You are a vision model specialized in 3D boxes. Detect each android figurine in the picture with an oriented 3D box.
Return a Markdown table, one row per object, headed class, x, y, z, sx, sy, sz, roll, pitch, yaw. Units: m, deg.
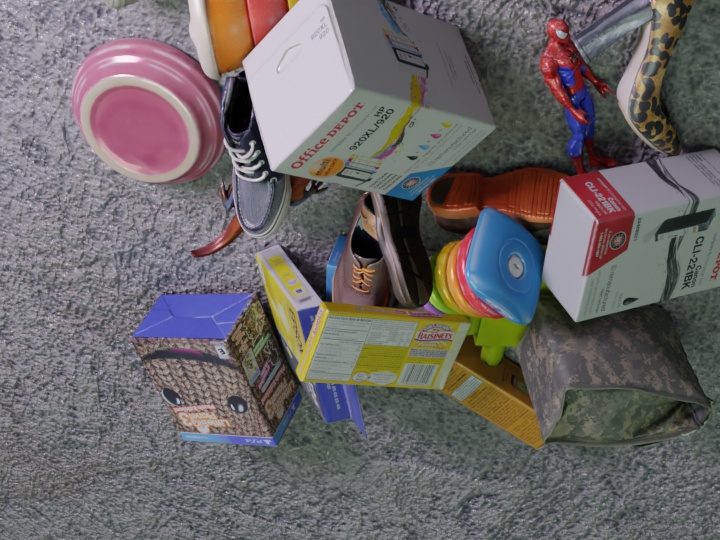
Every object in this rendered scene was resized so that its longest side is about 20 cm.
| class | x | y | z | sx | sy | sz | roll | pitch | yaw |
| --- | --- | --- | --- | --- | --- | --- | --- | --- | --- |
| android figurine | 0.211 | 0.044 | 1.459 | 0.182 | 0.041 | 0.200 | 4 | 133 | -8 |

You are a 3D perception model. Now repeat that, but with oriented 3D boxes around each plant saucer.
| class | x | y | z | sx | sy | sz | roll | pitch | yaw |
| --- | --- | --- | --- | --- | --- | --- | --- | --- | --- |
| plant saucer | -0.259 | -0.182 | 1.420 | 0.200 | 0.051 | 0.201 | 7 | 130 | 9 |

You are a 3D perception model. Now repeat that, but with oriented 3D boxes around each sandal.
| class | x | y | z | sx | sy | sz | roll | pitch | yaw |
| --- | --- | --- | --- | --- | --- | --- | --- | --- | --- |
| sandal | 0.034 | -0.052 | 1.327 | 0.055 | 0.082 | 0.200 | -19 | 79 | 38 |

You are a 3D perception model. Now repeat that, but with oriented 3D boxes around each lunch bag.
| class | x | y | z | sx | sy | sz | roll | pitch | yaw |
| --- | --- | --- | --- | --- | --- | --- | --- | --- | --- |
| lunch bag | 0.305 | 0.123 | 1.402 | 0.200 | 0.164 | 0.118 | 4 | 129 | -12 |

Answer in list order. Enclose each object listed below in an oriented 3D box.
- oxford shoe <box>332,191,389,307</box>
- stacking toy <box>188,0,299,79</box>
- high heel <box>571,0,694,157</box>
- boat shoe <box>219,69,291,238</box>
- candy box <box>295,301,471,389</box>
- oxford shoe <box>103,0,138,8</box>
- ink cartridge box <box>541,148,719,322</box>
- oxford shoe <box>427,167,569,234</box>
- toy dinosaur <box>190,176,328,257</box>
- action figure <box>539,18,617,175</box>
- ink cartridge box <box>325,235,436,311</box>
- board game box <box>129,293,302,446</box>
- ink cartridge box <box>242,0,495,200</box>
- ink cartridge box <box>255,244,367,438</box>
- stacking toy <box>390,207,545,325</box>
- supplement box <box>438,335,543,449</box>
| class | x | y | z | sx | sy | sz | roll | pitch | yaw |
| --- | --- | --- | --- | --- | --- | --- | --- | --- | --- |
| oxford shoe | 0.000 | 0.000 | 1.406 | 0.071 | 0.073 | 0.200 | 10 | 102 | 7 |
| stacking toy | -0.083 | -0.288 | 1.256 | 0.200 | 0.146 | 0.146 | -8 | 129 | -2 |
| high heel | 0.329 | -0.212 | 1.224 | 0.143 | 0.071 | 0.200 | -34 | 124 | 17 |
| boat shoe | -0.124 | -0.129 | 1.303 | 0.075 | 0.093 | 0.200 | 10 | 104 | 23 |
| candy box | 0.029 | 0.092 | 1.405 | 0.200 | 0.026 | 0.102 | 7 | 116 | -29 |
| oxford shoe | -0.251 | -0.380 | 1.254 | 0.058 | 0.075 | 0.200 | -14 | 127 | -26 |
| ink cartridge box | 0.314 | -0.040 | 1.288 | 0.200 | 0.084 | 0.144 | -13 | 133 | -18 |
| oxford shoe | 0.182 | -0.072 | 1.373 | 0.200 | 0.071 | 0.073 | 5 | 147 | 20 |
| toy dinosaur | -0.086 | -0.086 | 1.392 | 0.105 | 0.200 | 0.181 | 31 | 164 | -30 |
| action figure | 0.236 | -0.184 | 1.269 | 0.052 | 0.065 | 0.200 | 6 | 135 | 41 |
| ink cartridge box | 0.059 | 0.034 | 1.495 | 0.200 | 0.067 | 0.116 | 10 | 129 | 8 |
| board game box | -0.196 | 0.137 | 1.622 | 0.159 | 0.097 | 0.200 | -1 | 128 | 27 |
| ink cartridge box | 0.007 | -0.182 | 1.224 | 0.200 | 0.145 | 0.147 | 9 | 144 | -40 |
| ink cartridge box | -0.064 | 0.096 | 1.509 | 0.047 | 0.200 | 0.198 | -21 | 127 | -13 |
| stacking toy | 0.105 | 0.011 | 1.365 | 0.116 | 0.110 | 0.200 | 36 | 148 | -33 |
| supplement box | 0.179 | 0.157 | 1.564 | 0.200 | 0.067 | 0.069 | 31 | 130 | -10 |
